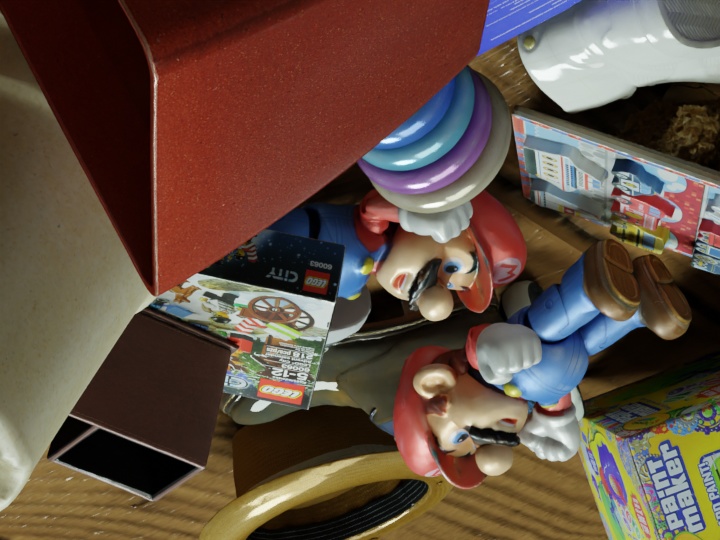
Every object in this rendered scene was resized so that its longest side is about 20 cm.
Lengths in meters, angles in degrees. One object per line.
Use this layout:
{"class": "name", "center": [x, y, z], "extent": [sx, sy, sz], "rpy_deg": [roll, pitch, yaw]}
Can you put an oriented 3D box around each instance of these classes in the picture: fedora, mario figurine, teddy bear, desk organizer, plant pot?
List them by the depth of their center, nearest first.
{"class": "plant pot", "center": [-0.050, -0.142, 1.077], "extent": [0.176, 0.200, 0.200], "rpy_deg": [-22, 157, -16]}
{"class": "plant pot", "center": [-0.189, 0.009, 1.195], "extent": [0.200, 0.184, 0.201], "rpy_deg": [12, 140, 10]}
{"class": "desk organizer", "center": [-0.174, 0.049, 1.384], "extent": [0.200, 0.077, 0.072], "rpy_deg": [24, 148, -22]}
{"class": "teddy bear", "center": [0.223, -0.078, 1.437], "extent": [0.145, 0.067, 0.200], "rpy_deg": [-13, -173, -16]}
{"class": "mario figurine", "center": [0.000, 0.000, 1.473], "extent": [0.200, 0.106, 0.123], "rpy_deg": [-2, -173, -13]}
{"class": "mario figurine", "center": [0.105, 0.073, 1.530], "extent": [0.123, 0.106, 0.200], "rpy_deg": [42, 123, -16]}
{"class": "fedora", "center": [-0.027, 0.137, 1.773], "extent": [0.200, 0.082, 0.201], "rpy_deg": [-19, 158, -8]}

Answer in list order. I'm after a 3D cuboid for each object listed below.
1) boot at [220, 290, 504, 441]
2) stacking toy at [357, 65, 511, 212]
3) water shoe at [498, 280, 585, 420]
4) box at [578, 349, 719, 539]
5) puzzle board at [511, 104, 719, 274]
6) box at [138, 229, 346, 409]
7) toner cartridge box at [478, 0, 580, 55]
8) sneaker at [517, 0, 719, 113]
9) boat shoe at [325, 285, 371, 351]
{"class": "boot", "center": [0.007, 0.082, 1.653], "extent": [0.200, 0.097, 0.075], "rpy_deg": [-24, 163, 16]}
{"class": "stacking toy", "center": [0.006, -0.104, 1.308], "extent": [0.085, 0.085, 0.200], "rpy_deg": [-24, 150, 14]}
{"class": "water shoe", "center": [0.103, 0.072, 1.729], "extent": [0.079, 0.072, 0.200], "rpy_deg": [-20, 155, 3]}
{"class": "box", "center": [0.267, 0.128, 1.776], "extent": [0.193, 0.122, 0.200], "rpy_deg": [-20, -175, -6]}
{"class": "puzzle board", "center": [0.159, -0.039, 1.457], "extent": [0.151, 0.017, 0.200], "rpy_deg": [19, 170, 9]}
{"class": "box", "center": [-0.115, 0.013, 1.421], "extent": [0.200, 0.038, 0.137], "rpy_deg": [12, 151, -1]}
{"class": "toner cartridge box", "center": [0.110, -0.178, 1.256], "extent": [0.200, 0.043, 0.095], "rpy_deg": [-27, 154, 20]}
{"class": "sneaker", "center": [0.167, -0.126, 1.386], "extent": [0.116, 0.074, 0.200], "rpy_deg": [-15, 167, 38]}
{"class": "boat shoe", "center": [-0.088, 0.037, 1.546], "extent": [0.200, 0.069, 0.057], "rpy_deg": [-5, 153, -28]}
